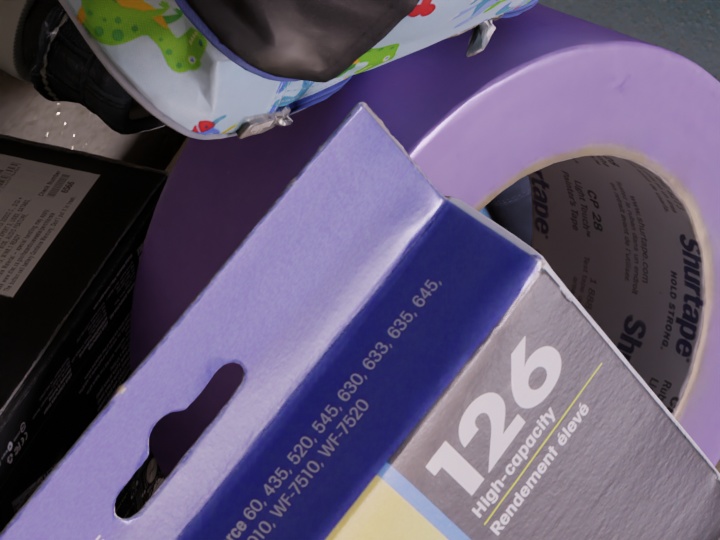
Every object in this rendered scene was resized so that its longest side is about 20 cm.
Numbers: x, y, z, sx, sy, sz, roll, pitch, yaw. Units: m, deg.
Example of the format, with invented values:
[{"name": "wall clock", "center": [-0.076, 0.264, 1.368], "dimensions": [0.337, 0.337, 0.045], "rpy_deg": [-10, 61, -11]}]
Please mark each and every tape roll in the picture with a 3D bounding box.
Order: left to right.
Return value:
[{"name": "tape roll", "center": [0.033, 0.014, 0.696], "dimensions": [0.200, 0.085, 0.200], "rpy_deg": [-19, 121, -35]}]

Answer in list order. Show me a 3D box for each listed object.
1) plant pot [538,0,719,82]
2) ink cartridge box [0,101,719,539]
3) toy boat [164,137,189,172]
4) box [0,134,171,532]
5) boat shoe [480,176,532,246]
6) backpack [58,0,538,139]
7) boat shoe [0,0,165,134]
[{"name": "plant pot", "center": [0.163, -0.097, 0.976], "dimensions": [0.196, 0.196, 0.200], "rpy_deg": [-23, 130, -50]}, {"name": "ink cartridge box", "center": [0.001, 0.089, 0.615], "dimensions": [0.198, 0.047, 0.200], "rpy_deg": [-51, 136, -7]}, {"name": "toy boat", "center": [0.000, 0.000, 0.861], "dimensions": [0.131, 0.131, 0.200], "rpy_deg": [-56, 158, 7]}, {"name": "box", "center": [-0.127, 0.082, 0.676], "dimensions": [0.200, 0.086, 0.164], "rpy_deg": [-61, 156, -43]}, {"name": "boat shoe", "center": [0.071, -0.058, 0.859], "dimensions": [0.069, 0.084, 0.200], "rpy_deg": [-17, 139, 9]}, {"name": "backpack", "center": [-0.011, -0.138, 0.588], "dimensions": [0.147, 0.183, 0.200], "rpy_deg": [-39, 171, 32]}, {"name": "boat shoe", "center": [-0.036, -0.093, 0.746], "dimensions": [0.200, 0.060, 0.076], "rpy_deg": [-32, 149, -42]}]
